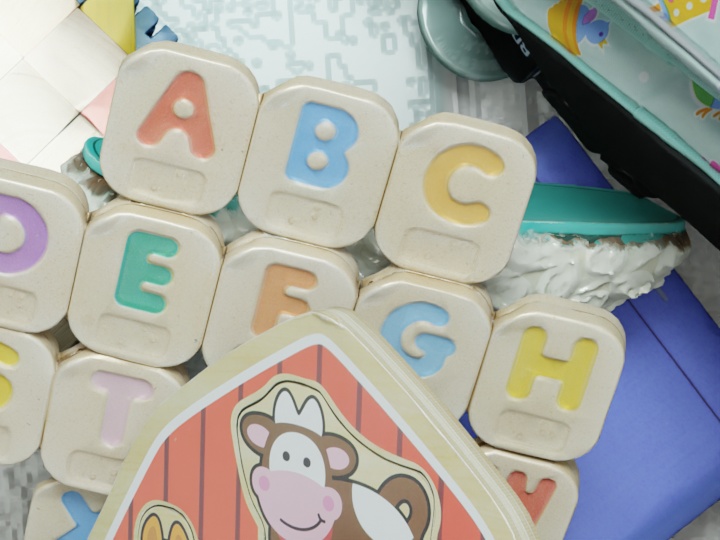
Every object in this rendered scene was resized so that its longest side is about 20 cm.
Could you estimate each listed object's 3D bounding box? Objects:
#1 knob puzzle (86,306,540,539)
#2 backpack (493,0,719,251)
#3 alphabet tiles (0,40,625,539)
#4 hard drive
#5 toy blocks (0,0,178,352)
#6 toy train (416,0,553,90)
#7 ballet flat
[{"bbox_3d":[-0.017,0.110,0.659,0.030,0.219,0.221,-10,84,-46],"label":"knob puzzle"},{"bbox_3d":[0.151,-0.102,0.674,0.200,0.153,0.176,-42,52,-4],"label":"backpack"},{"bbox_3d":[-0.029,0.033,0.704,0.199,0.015,0.196,14,120,-4],"label":"alphabet tiles"},{"bbox_3d":[0.024,0.062,0.783,0.200,0.025,0.132,-37,87,-6],"label":"hard drive"},{"bbox_3d":[-0.116,-0.056,0.780,0.200,0.100,0.137,44,73,1],"label":"toy blocks"},{"bbox_3d":[0.043,-0.153,0.797,0.114,0.085,0.200,-35,87,-15],"label":"toy train"},{"bbox_3d":[0.000,0.000,0.742,0.199,0.072,0.072,6,84,-13],"label":"ballet flat"}]
